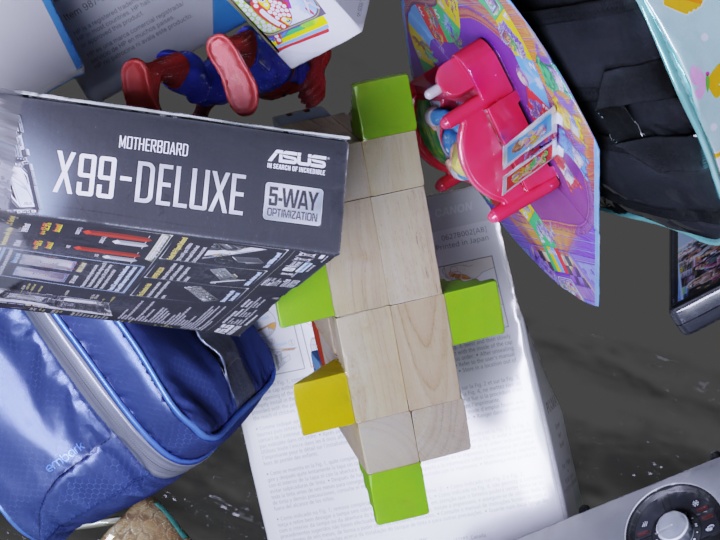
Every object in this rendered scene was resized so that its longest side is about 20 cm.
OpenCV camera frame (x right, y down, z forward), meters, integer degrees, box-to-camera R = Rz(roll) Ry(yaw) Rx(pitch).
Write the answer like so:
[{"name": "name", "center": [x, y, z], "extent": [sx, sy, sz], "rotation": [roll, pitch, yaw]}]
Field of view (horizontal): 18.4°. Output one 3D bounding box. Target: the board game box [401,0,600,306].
[{"name": "board game box", "center": [0.047, -0.062, 0.999], "extent": [0.039, 0.158, 0.200], "rotation": [-31, 152, -12]}]

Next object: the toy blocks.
[{"name": "toy blocks", "center": [0.000, 0.000, 1.049], "extent": [0.099, 0.137, 0.201], "rotation": [-13, 106, -8]}]

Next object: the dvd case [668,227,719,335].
[{"name": "dvd case", "center": [0.228, -0.050, 0.996], "extent": [0.199, 0.143, 0.018], "rotation": [-28, 109, 20]}]

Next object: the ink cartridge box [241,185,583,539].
[{"name": "ink cartridge box", "center": [0.019, 0.067, 1.148], "extent": [0.160, 0.050, 0.201], "rotation": [-12, 92, 15]}]

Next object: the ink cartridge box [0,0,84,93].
[{"name": "ink cartridge box", "center": [-0.238, -0.119, 1.023], "extent": [0.125, 0.200, 0.129], "rotation": [-33, 107, -22]}]

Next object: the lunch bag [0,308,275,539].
[{"name": "lunch bag", "center": [-0.140, 0.014, 1.089], "extent": [0.132, 0.136, 0.200], "rotation": [-33, 95, 19]}]

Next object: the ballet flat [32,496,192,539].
[{"name": "ballet flat", "center": [-0.175, 0.179, 1.219], "extent": [0.199, 0.070, 0.066], "rotation": [-27, 79, 16]}]

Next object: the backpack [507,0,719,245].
[{"name": "backpack", "center": [0.141, -0.108, 0.957], "extent": [0.153, 0.200, 0.176], "rotation": [-25, 107, -3]}]

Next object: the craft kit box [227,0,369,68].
[{"name": "craft kit box", "center": [-0.059, -0.218, 0.915], "extent": [0.048, 0.201, 0.198], "rotation": [-21, 129, 32]}]

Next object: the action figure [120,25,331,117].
[{"name": "action figure", "center": [-0.049, -0.085, 0.972], "extent": [0.065, 0.200, 0.052], "rotation": [-20, 97, 15]}]

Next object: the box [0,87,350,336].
[{"name": "box", "center": [-0.104, -0.019, 0.915], "extent": [0.157, 0.200, 0.050], "rotation": [7, 78, -12]}]

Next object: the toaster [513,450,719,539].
[{"name": "toaster", "center": [0.149, 0.204, 1.100], "extent": [0.180, 0.119, 0.200], "rotation": [-22, 139, 12]}]

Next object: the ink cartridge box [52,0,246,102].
[{"name": "ink cartridge box", "center": [-0.108, -0.203, 1.022], "extent": [0.144, 0.084, 0.200], "rotation": [-26, 106, 18]}]
